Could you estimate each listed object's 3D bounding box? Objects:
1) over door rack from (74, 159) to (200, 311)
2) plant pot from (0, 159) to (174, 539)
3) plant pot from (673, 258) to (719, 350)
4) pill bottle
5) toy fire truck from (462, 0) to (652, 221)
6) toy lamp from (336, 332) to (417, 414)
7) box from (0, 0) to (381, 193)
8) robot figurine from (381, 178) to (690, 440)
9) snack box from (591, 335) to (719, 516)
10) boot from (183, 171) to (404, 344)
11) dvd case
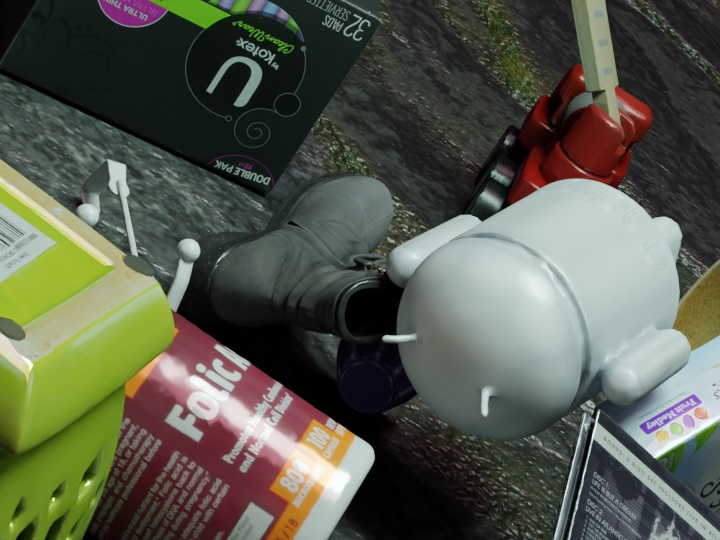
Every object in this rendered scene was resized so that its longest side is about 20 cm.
[{"bbox_3d":[-0.170,-0.025,1.598,0.147,0.067,0.200,19,28,-33],"label":"over door rack"},{"bbox_3d":[-0.206,0.050,1.266,0.199,0.182,0.200,36,22,7],"label":"plant pot"},{"bbox_3d":[0.309,0.095,1.881,0.200,0.186,0.187,40,20,-20],"label":"plant pot"},{"bbox_3d":[-0.103,0.080,1.423,0.200,0.114,0.114,34,23,0],"label":"pill bottle"},{"bbox_3d":[0.150,-0.108,2.001,0.128,0.200,0.176,33,23,-2],"label":"toy fire truck"},{"bbox_3d":[0.026,0.034,1.750,0.058,0.058,0.200,33,24,-1],"label":"toy lamp"},{"bbox_3d":[-0.112,-0.173,1.851,0.199,0.149,0.125,24,26,-21],"label":"box"},{"bbox_3d":[0.096,0.021,1.585,0.169,0.113,0.200,25,35,28],"label":"robot figurine"},{"bbox_3d":[0.210,0.095,1.665,0.199,0.143,0.053,-27,56,-28],"label":"snack box"},{"bbox_3d":[0.000,0.000,1.698,0.131,0.070,0.200,9,25,30],"label":"boot"},{"bbox_3d":[0.145,0.192,1.495,0.149,0.016,0.201,41,47,-28],"label":"dvd case"}]
